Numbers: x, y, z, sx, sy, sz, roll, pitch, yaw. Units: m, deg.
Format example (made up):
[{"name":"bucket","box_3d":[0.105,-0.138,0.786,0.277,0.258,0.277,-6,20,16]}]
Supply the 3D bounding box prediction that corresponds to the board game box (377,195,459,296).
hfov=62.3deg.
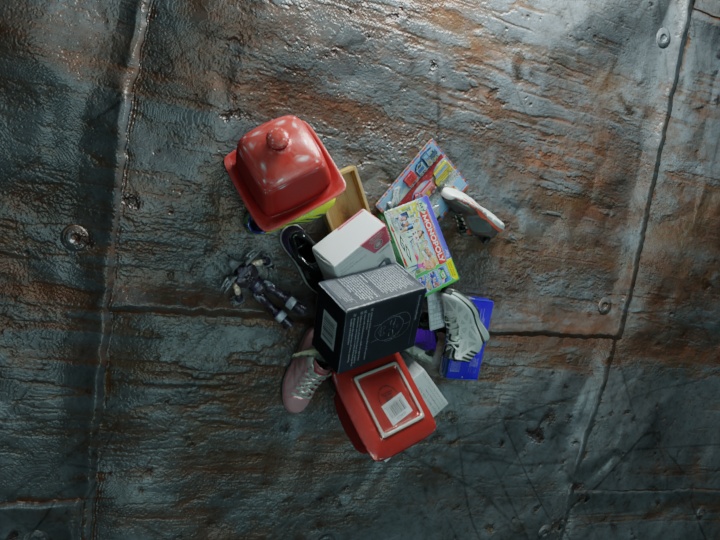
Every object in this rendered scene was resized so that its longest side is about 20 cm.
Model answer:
[{"name":"board game box","box_3d":[0.129,-0.049,1.309,0.133,0.029,0.203,-23,92,-32]}]

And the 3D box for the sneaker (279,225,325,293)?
[{"name":"sneaker","box_3d":[-0.095,-0.006,1.266,0.076,0.087,0.201,-44,113,-7]}]

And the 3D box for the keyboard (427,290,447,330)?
[{"name":"keyboard","box_3d":[0.171,0.033,1.365,0.056,0.011,0.205,-11,99,-41]}]

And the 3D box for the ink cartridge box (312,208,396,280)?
[{"name":"ink cartridge box","box_3d":[0.000,0.000,1.250,0.145,0.085,0.202,-38,139,-17]}]

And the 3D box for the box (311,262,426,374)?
[{"name":"box","box_3d":[0.016,0.090,1.183,0.197,0.107,0.151,-13,127,-33]}]

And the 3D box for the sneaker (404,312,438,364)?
[{"name":"sneaker","box_3d":[0.127,0.136,1.376,0.101,0.069,0.200,-63,144,-13]}]

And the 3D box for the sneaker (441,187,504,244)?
[{"name":"sneaker","box_3d":[0.252,-0.118,1.381,0.198,0.077,0.082,29,108,-30]}]

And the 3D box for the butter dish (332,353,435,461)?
[{"name":"butter dish","box_3d":[0.024,0.293,1.240,0.198,0.148,0.202,-12,66,-44]}]

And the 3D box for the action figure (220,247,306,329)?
[{"name":"action figure","box_3d":[-0.208,0.039,1.247,0.130,0.069,0.200,-46,110,2]}]

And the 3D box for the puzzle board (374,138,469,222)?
[{"name":"puzzle board","box_3d":[0.145,-0.173,1.362,0.151,0.017,0.201,43,85,-23]}]

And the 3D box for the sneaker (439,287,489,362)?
[{"name":"sneaker","box_3d":[0.221,0.138,1.358,0.116,0.075,0.201,-53,125,-22]}]

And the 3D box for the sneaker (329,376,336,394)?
[{"name":"sneaker","box_3d":[0.006,0.200,1.373,0.081,0.075,0.202,29,96,-40]}]

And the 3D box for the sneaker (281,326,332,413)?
[{"name":"sneaker","box_3d":[-0.113,0.231,1.305,0.074,0.104,0.204,17,96,-26]}]

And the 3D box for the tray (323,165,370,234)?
[{"name":"tray","box_3d":[-0.027,-0.114,1.298,0.097,0.037,0.203,-24,110,-15]}]

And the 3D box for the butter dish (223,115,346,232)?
[{"name":"butter dish","box_3d":[-0.150,-0.214,1.133,0.197,0.148,0.201,-28,70,-12]}]

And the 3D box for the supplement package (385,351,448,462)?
[{"name":"supplement package","box_3d":[0.080,0.315,1.389,0.199,0.120,0.122,-41,114,-8]}]

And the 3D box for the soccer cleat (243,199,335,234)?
[{"name":"soccer cleat","box_3d":[-0.142,-0.116,1.211,0.196,0.084,0.066,-17,108,-5]}]

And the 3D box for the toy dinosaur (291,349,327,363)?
[{"name":"toy dinosaur","box_3d":[-0.053,0.168,1.251,0.198,0.047,0.090,26,73,-39]}]

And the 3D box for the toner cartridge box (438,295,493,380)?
[{"name":"toner cartridge box","box_3d":[0.260,0.165,1.467,0.093,0.043,0.204,8,99,-21]}]
